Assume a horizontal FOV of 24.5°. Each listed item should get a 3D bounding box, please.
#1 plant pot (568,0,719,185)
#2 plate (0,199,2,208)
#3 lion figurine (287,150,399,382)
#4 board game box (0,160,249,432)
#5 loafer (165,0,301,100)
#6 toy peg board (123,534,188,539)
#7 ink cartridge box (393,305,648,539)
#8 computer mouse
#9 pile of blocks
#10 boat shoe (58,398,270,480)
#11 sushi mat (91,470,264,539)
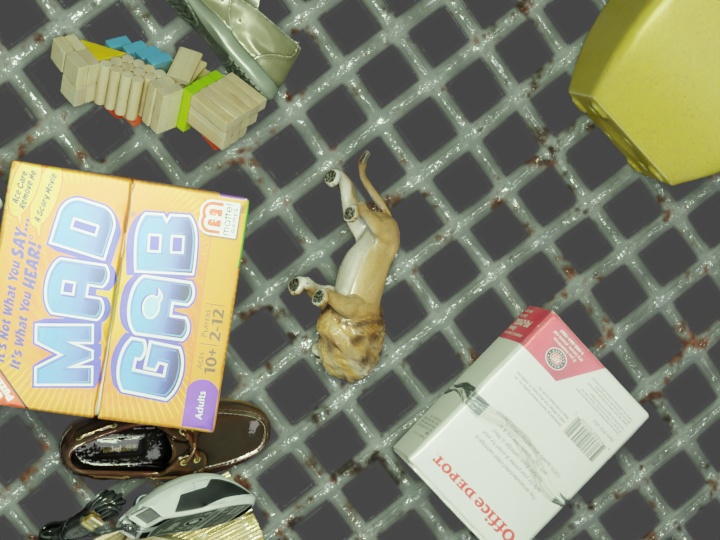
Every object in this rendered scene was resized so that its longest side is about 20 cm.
[{"bbox_3d":[0.311,-0.190,1.551,0.200,0.196,0.194,-44,100,1],"label":"plant pot"},{"bbox_3d":[-0.401,-0.103,1.411,0.200,0.199,0.032,48,66,-10],"label":"plate"},{"bbox_3d":[0.000,0.000,1.558,0.122,0.072,0.201,31,79,-45],"label":"lion figurine"},{"bbox_3d":[-0.221,0.017,1.452,0.199,0.200,0.201,8,92,-12],"label":"board game box"},{"bbox_3d":[-0.129,-0.250,1.523,0.070,0.075,0.200,-43,109,-11],"label":"loafer"},{"bbox_3d":[-0.145,0.367,1.534,0.199,0.098,0.200,16,94,-13],"label":"toy peg board"},{"bbox_3d":[0.152,0.156,1.591,0.200,0.084,0.145,-45,100,-6],"label":"ink cartridge box"},{"bbox_3d":[-0.187,0.214,1.504,0.199,0.110,0.044,-3,64,-41],"label":"computer mouse"},{"bbox_3d":[-0.189,-0.163,1.525,0.199,0.082,0.062,21,134,1],"label":"pile of blocks"},{"bbox_3d":[-0.179,0.163,1.537,0.199,0.070,0.071,-8,96,-11],"label":"boat shoe"},{"bbox_3d":[-0.191,0.274,1.570,0.199,0.012,0.096,-26,99,-8],"label":"sushi mat"}]
